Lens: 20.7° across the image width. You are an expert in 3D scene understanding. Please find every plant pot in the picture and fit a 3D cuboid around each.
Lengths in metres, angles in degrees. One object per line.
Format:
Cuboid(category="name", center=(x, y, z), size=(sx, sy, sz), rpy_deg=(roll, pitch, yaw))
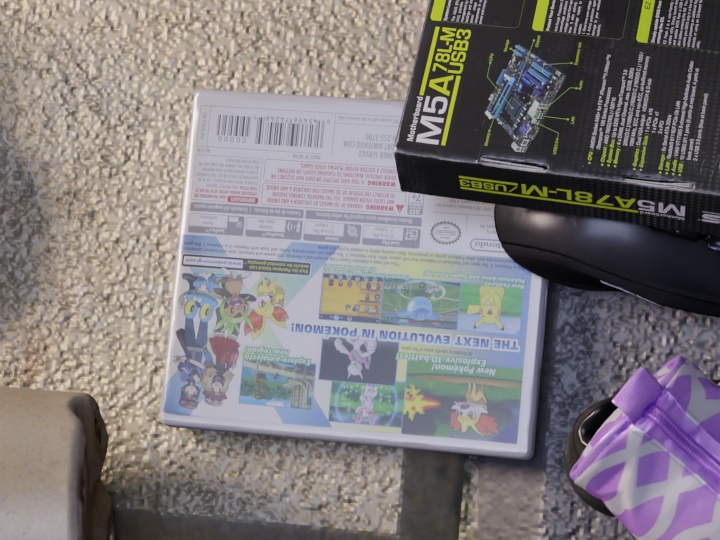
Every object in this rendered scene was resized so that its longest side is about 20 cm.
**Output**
Cuboid(category="plant pot", center=(-0.222, 0.130, 0.995), size=(0.183, 0.200, 0.201), rpy_deg=(-3, 82, 0))

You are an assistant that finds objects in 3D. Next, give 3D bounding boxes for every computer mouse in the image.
Cuboid(category="computer mouse", center=(0.175, -0.042, 0.988), size=(0.200, 0.046, 0.141), rpy_deg=(19, 86, 6))

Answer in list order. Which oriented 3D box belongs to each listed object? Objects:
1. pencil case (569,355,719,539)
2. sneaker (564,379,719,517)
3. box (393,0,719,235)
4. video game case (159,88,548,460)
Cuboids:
Cuboid(category="pencil case", center=(0.186, 0.124, 0.869), size=(0.200, 0.086, 0.084), rpy_deg=(39, 86, 8))
Cuboid(category="sneaker", center=(0.196, 0.083, 0.955), size=(0.199, 0.091, 0.076), rpy_deg=(-9, 73, 8))
Cuboid(category="box", center=(0.130, -0.121, 0.987), size=(0.193, 0.048, 0.200), rpy_deg=(7, 64, 13))
Cuboid(category="video game case", center=(0.000, 0.000, 1.041), size=(0.199, 0.022, 0.183), rpy_deg=(4, 84, 11))
